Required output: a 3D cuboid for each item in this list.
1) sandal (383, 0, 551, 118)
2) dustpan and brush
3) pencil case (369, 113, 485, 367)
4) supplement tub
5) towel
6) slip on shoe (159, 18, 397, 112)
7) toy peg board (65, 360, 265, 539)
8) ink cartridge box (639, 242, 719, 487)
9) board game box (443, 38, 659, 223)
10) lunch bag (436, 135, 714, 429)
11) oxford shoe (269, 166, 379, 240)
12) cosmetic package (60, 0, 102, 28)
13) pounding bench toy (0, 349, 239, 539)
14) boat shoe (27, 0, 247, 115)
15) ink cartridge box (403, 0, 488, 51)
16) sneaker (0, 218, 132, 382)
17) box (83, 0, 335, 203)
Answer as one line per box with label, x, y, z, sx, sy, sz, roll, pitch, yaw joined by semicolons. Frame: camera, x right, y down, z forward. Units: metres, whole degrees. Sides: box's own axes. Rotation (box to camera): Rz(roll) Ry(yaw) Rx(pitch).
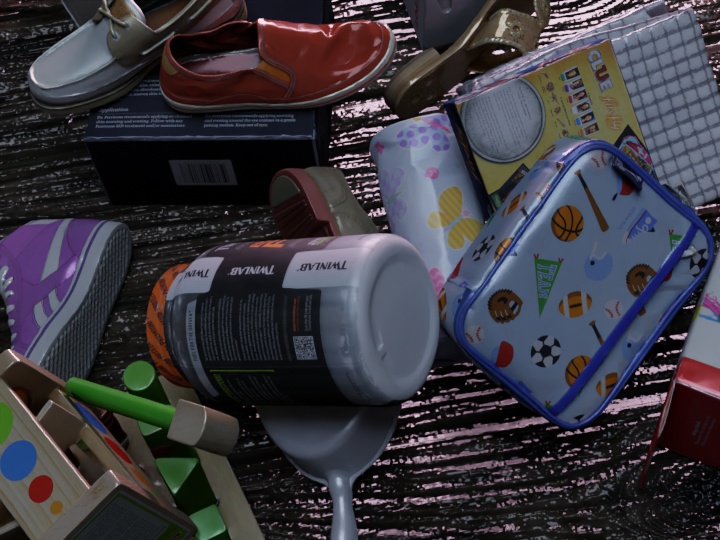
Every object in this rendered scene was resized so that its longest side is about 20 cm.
sandal;0.123;-0.193;1.276;0.211;0.078;0.070;-39;66;-7
dustpan and brush;-0.022;0.134;1.100;0.139;0.057;0.202;-15;58;27
pencil case;0.063;-0.024;1.151;0.082;0.091;0.202;-5;72;-19
supplement tub;-0.053;0.038;1.052;0.199;0.123;0.123;-2;56;32
towel;0.195;-0.113;1.171;0.199;0.086;0.167;-23;102;-8
slip on shoe;-0.068;-0.174;1.167;0.198;0.061;0.075;-7;58;-1
toy peg board;-0.191;0.178;1.070;0.198;0.098;0.201;-25;60;-9
ink cartridge box;0.275;0.068;1.078;0.067;0.116;0.201;19;64;13
board game box;0.162;-0.060;1.109;0.135;0.035;0.201;-22;101;-8
lunch bag;0.164;0.007;1.062;0.160;0.076;0.200;39;88;-15
oxford shoe;0.000;0.000;1.166;0.074;0.070;0.201;-16;77;-39
cosmetic package;-0.206;-0.322;1.372;0.199;0.087;0.104;-29;62;-12
pounding bench toy;-0.197;0.128;0.983;0.200;0.124;0.156;-45;60;-3
boat shoe;-0.191;-0.203;1.190;0.199;0.069;0.075;-31;62;-12
ink cartridge box;0.069;-0.326;1.314;0.083;0.146;0.201;-14;59;-8
sneaker;-0.273;0.039;1.180;0.113;0.073;0.201;7;49;13
box;-0.125;-0.161;1.259;0.198;0.104;0.184;1;61;5
